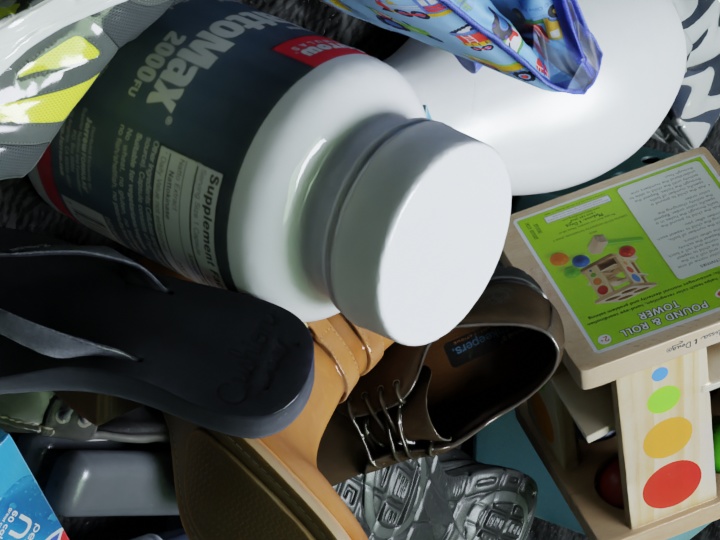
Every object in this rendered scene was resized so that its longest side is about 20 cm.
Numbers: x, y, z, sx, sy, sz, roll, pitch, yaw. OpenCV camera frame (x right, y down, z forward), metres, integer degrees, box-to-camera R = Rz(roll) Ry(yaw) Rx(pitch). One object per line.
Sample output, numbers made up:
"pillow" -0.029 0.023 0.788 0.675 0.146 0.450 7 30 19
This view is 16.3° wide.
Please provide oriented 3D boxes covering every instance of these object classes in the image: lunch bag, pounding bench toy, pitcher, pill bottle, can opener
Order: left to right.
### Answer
"can opener" -0.095 0.110 1.243 0.200 0.052 0.067 14 100 -57
"pill bottle" -0.039 -0.046 1.085 0.119 0.199 0.120 -34 136 -40
"lunch bag" 0.015 -0.144 1.128 0.094 0.150 0.200 -57 141 -12
"pitcher" 0.066 -0.074 1.312 0.199 0.121 0.172 -25 148 -32
"pounding bench toy" 0.187 0.037 1.314 0.199 0.124 0.157 -20 132 -9

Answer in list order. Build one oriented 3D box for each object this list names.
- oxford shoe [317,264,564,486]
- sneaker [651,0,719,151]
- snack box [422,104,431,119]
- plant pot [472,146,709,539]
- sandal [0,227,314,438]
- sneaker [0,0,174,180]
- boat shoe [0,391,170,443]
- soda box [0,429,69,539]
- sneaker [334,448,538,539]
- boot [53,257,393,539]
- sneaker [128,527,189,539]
"oxford shoe" 0.004 0.062 1.181 0.199 0.084 0.073 -29 109 -1
"sneaker" 0.188 -0.165 1.445 0.130 0.079 0.199 -59 147 -12
"snack box" 0.000 0.000 1.251 0.200 0.115 0.037 68 22 -49
"plant pot" 0.158 0.035 1.484 0.141 0.141 0.201 -28 125 -43
"sandal" -0.116 0.016 1.038 0.043 0.199 0.076 89 12 -57
"sneaker" -0.143 -0.090 1.040 0.200 0.074 0.085 -35 144 -25
"boat shoe" -0.110 0.048 1.178 0.200 0.057 0.067 1 110 -55
"soda box" -0.169 0.141 1.145 0.064 0.068 0.200 -49 144 -23
"sneaker" 0.008 0.108 1.309 0.200 0.090 0.076 34 79 -49
"boot" -0.028 0.054 1.113 0.154 0.200 0.074 -25 150 -42
"sneaker" -0.074 0.202 1.279 0.108 0.070 0.201 -18 136 -28
